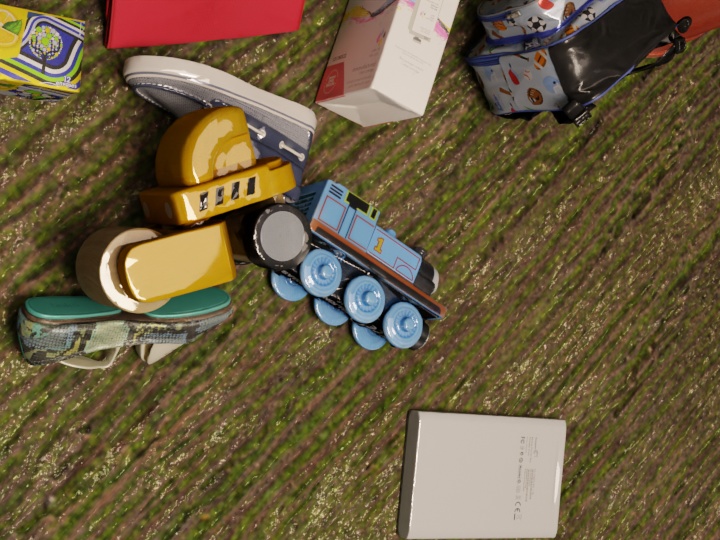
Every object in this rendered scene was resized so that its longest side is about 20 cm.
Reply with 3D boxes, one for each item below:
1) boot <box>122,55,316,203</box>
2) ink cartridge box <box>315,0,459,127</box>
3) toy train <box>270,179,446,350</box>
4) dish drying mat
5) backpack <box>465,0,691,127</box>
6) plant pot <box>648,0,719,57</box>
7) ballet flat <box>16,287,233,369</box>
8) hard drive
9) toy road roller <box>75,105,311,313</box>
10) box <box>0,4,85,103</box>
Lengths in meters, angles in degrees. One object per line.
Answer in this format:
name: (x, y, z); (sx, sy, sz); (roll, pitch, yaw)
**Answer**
boot: (-0.131, -0.128, 1.108); (0.199, 0.073, 0.091); (16, 77, -30)
ink cartridge box: (0.036, -0.251, 1.181); (0.067, 0.116, 0.201); (24, 78, -28)
toy train: (0.000, 0.000, 1.184); (0.199, 0.087, 0.115); (33, 69, -27)
dish drying mat: (-0.141, -0.249, 1.113); (0.199, 0.018, 0.077); (-12, 139, -30)
backpack: (0.201, -0.237, 1.237); (0.200, 0.190, 0.155); (-34, 102, -30)
plant pot: (0.383, -0.352, 1.329); (0.200, 0.195, 0.202); (-1, 91, -30)
ballet flat: (-0.211, 0.053, 1.078); (0.199, 0.074, 0.075); (-2, 92, -29)
hard drive: (0.135, 0.223, 1.298); (0.199, 0.026, 0.133); (7, 87, -30)
toy road roller: (-0.151, -0.058, 1.029); (0.199, 0.123, 0.147); (-19, 102, -26)
box: (-0.335, -0.189, 0.989); (0.199, 0.070, 0.065); (5, 86, -31)
